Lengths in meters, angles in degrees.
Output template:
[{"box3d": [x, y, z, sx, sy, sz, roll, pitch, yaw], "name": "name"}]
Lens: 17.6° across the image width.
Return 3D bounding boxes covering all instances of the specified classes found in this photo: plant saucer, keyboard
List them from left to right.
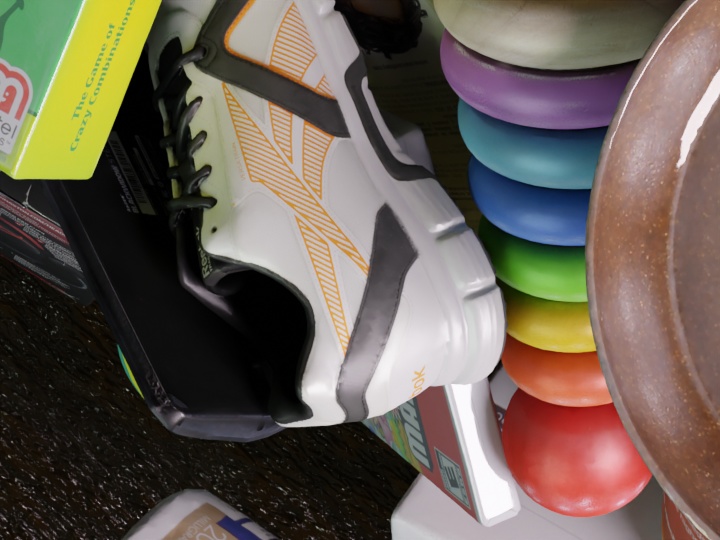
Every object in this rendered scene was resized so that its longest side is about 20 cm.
[{"box3d": [-0.078, -0.021, 0.785, 0.040, 0.104, 0.201, -43, 60, 30], "name": "keyboard"}, {"box3d": [0.160, -0.003, 0.627, 0.199, 0.201, 0.034, 31, -170, 17], "name": "plant saucer"}]

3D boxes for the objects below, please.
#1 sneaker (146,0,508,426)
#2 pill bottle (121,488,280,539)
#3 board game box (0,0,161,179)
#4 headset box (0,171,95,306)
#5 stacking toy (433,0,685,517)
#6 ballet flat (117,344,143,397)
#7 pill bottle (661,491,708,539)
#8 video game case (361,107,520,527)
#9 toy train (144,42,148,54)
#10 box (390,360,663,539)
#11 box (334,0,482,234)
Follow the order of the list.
[{"box3d": [-0.034, -0.041, 0.741, 0.201, 0.080, 0.074, 57, 154, 14], "name": "sneaker"}, {"box3d": [-0.017, 0.183, 0.921, 0.199, 0.111, 0.111, 32, 155, 16], "name": "pill bottle"}, {"box3d": [-0.095, -0.140, 0.709, 0.101, 0.201, 0.048, 29, -167, 21], "name": "board game box"}, {"box3d": [-0.143, -0.061, 0.917, 0.148, 0.075, 0.200, 32, 170, -6], "name": "headset box"}, {"box3d": [0.069, -0.009, 0.750, 0.085, 0.085, 0.202, 21, 129, 34], "name": "stacking toy"}, {"box3d": [-0.089, 0.009, 1.102, 0.067, 0.067, 0.201, 9, 142, 30], "name": "ballet flat"}, {"box3d": [0.156, 0.045, 0.758, 0.112, 0.112, 0.201, 28, 154, 22], "name": "pill bottle"}, {"box3d": [0.000, 0.000, 0.872, 0.200, 0.017, 0.144, -146, 38, -68], "name": "video game case"}, {"box3d": [-0.103, -0.093, 0.981, 0.200, 0.034, 0.046, 40, 159, 0], "name": "toy train"}, {"box3d": [0.130, 0.142, 0.937, 0.198, 0.131, 0.201, 29, 153, 21], "name": "box"}, {"box3d": [0.029, -0.085, 0.791, 0.200, 0.050, 0.075, 50, 154, -24], "name": "box"}]
